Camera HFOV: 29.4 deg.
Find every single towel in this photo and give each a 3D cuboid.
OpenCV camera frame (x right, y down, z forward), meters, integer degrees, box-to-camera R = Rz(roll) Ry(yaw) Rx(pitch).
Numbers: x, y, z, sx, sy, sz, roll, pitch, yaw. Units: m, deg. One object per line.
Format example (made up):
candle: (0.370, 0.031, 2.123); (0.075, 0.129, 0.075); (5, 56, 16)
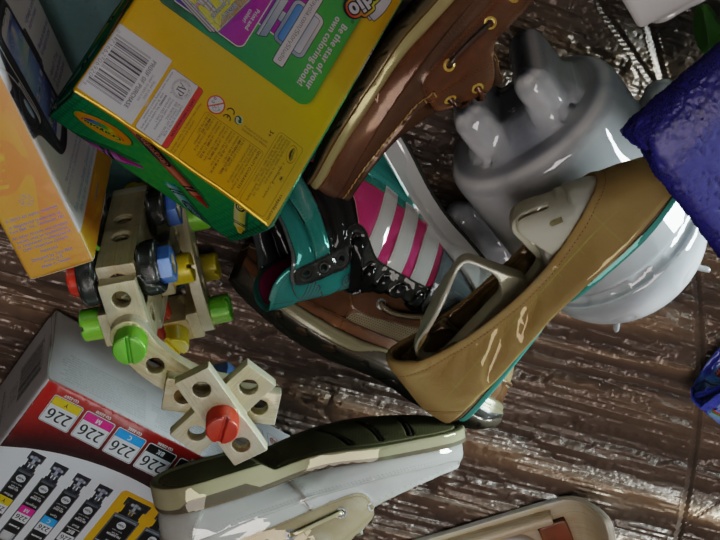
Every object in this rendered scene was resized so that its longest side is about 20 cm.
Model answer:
towel: (0.240, -0.087, 0.682); (0.200, 0.050, 0.148); (-40, 119, 7)

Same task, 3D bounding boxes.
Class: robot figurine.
robot figurine: (0.133, -0.047, 0.820); (0.169, 0.113, 0.200); (-28, 120, 24)

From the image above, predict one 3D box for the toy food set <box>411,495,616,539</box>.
toy food set: (0.100, 0.259, 1.022); (0.199, 0.060, 0.144); (-17, 121, 1)

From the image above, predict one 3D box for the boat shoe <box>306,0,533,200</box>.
boat shoe: (0.046, -0.115, 0.734); (0.067, 0.072, 0.200); (35, 98, -10)

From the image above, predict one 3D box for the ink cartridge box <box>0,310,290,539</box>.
ink cartridge box: (-0.164, 0.154, 0.912); (0.200, 0.084, 0.176); (31, 111, -23)

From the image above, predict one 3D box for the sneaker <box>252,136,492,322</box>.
sneaker: (0.000, 0.000, 0.803); (0.121, 0.084, 0.200); (-35, 94, -16)

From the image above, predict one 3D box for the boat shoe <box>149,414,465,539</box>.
boat shoe: (-0.028, 0.139, 0.853); (0.199, 0.075, 0.069); (-11, 99, -14)

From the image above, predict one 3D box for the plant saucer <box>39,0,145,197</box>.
plant saucer: (-0.175, -0.134, 0.775); (0.199, 0.036, 0.200); (-3, 120, -5)

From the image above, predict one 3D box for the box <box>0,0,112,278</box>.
box: (-0.186, -0.109, 0.697); (0.041, 0.119, 0.200); (-19, 120, 6)

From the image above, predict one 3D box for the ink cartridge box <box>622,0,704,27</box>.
ink cartridge box: (0.149, -0.242, 0.656); (0.145, 0.084, 0.200); (-27, 118, 22)

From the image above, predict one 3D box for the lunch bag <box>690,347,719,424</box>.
lunch bag: (0.336, 0.067, 0.942); (0.150, 0.094, 0.200); (27, 125, -22)

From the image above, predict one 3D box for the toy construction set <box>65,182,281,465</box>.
toy construction set: (-0.112, 0.024, 0.779); (0.092, 0.200, 0.131); (-18, 121, -10)

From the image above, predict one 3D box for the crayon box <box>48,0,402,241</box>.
crayon box: (-0.056, -0.132, 0.712); (0.119, 0.058, 0.200); (35, 72, -18)

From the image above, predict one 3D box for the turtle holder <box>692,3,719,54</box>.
turtle holder: (0.283, -0.125, 0.784); (0.131, 0.141, 0.186); (-10, 115, -20)

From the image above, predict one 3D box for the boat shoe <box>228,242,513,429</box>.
boat shoe: (0.013, 0.030, 0.881); (0.200, 0.076, 0.074); (29, 80, -14)

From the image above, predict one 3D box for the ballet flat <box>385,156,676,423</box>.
ballet flat: (0.089, 0.001, 0.740); (0.063, 0.069, 0.200); (37, 108, -12)
